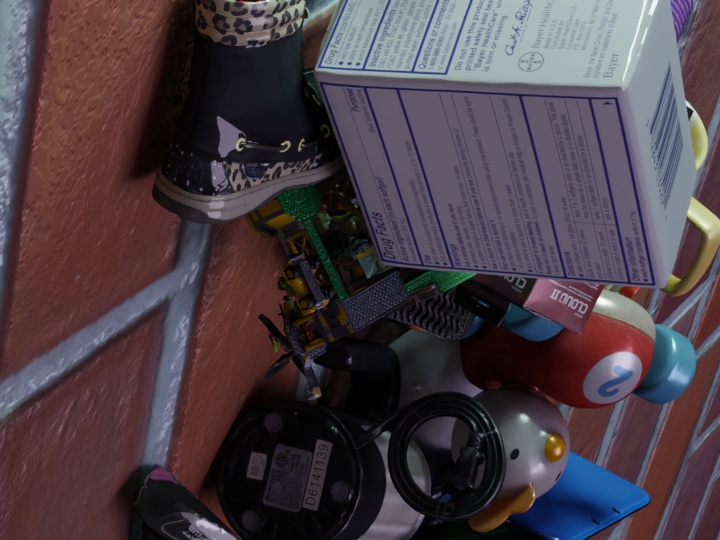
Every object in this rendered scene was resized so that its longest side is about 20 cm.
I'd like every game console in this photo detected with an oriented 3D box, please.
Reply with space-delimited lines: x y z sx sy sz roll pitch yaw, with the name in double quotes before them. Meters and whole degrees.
"game console" 0.122 0.210 1.883 0.171 0.119 0.200 -39 167 27

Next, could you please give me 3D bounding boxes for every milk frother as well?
"milk frother" 0.023 0.160 1.714 0.181 0.199 0.188 -61 160 3

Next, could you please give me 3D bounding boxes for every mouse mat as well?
"mouse mat" 0.052 0.232 1.852 0.199 0.161 0.008 -9 95 -23

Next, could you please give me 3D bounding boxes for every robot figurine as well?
"robot figurine" 0.083 0.092 1.899 0.200 0.112 0.171 -32 130 -54

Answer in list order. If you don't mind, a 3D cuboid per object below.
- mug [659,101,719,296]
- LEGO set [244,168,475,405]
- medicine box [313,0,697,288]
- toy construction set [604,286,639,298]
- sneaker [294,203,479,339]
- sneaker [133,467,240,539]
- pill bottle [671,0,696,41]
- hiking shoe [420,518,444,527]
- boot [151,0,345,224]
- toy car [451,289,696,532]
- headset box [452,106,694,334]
"mug" 0.217 -0.066 1.956 0.149 0.187 0.154 2 136 -20
"LEGO set" -0.016 -0.017 1.509 0.116 0.154 0.200 -23 -168 47
"medicine box" 0.093 -0.090 1.369 0.183 0.199 0.103 70 32 -47
"toy construction set" 0.150 -0.039 1.746 0.131 0.199 0.092 -46 -163 44
"sneaker" 0.000 0.000 1.650 0.200 0.090 0.070 27 78 -45
"sneaker" -0.130 0.218 1.611 0.086 0.080 0.200 -46 151 -11
"pill bottle" 0.197 -0.188 1.778 0.112 0.111 0.201 73 40 -63
"hiking shoe" 0.061 0.207 2.050 0.200 0.074 0.087 -41 -174 -13
"boot" -0.046 -0.128 1.362 0.203 0.073 0.154 -35 145 -50
"toy car" 0.139 0.114 1.745 0.184 0.176 0.201 26 73 -38
"headset box" 0.123 -0.059 1.573 0.075 0.148 0.201 25 92 -45
